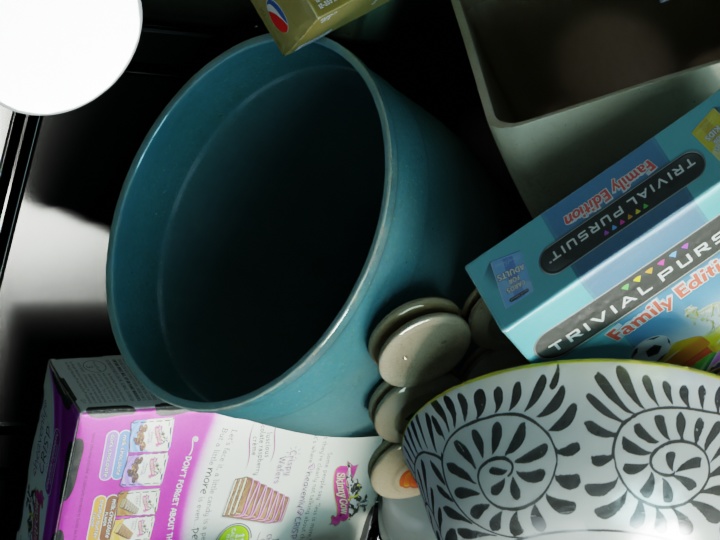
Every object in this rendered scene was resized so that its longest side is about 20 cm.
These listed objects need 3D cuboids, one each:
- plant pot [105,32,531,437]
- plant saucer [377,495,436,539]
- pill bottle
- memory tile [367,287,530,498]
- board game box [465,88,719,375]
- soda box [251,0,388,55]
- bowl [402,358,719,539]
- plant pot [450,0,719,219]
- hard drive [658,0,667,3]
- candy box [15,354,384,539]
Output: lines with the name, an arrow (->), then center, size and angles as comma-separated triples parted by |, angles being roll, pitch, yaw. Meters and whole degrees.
plant pot -> 0.000, 0.000, 1.416 | 0.187, 0.200, 0.201 | 24, 107, -44
plant saucer -> 0.080, 0.082, 1.503 | 0.200, 0.200, 0.050 | -42, 117, 2
pill bottle -> -0.171, -0.151, 1.214 | 0.110, 0.200, 0.112 | -13, 125, -20
memory tile -> 0.097, 0.047, 1.359 | 0.199, 0.017, 0.154 | -16, 141, -15
board game box -> 0.160, 0.016, 1.312 | 0.151, 0.047, 0.200 | -35, 142, 8
soda box -> 0.033, -0.187, 1.351 | 0.199, 0.064, 0.068 | -30, 87, -22
bowl -> 0.118, 0.130, 1.313 | 0.199, 0.095, 0.201 | 2, 152, 1
plant pot -> 0.166, -0.084, 1.405 | 0.198, 0.200, 0.178 | -16, 126, 2
hard drive -> 0.158, -0.232, 1.339 | 0.042, 0.200, 0.136 | -1, 121, 0
candy box -> -0.087, 0.116, 1.516 | 0.199, 0.061, 0.137 | -1, 121, -27
